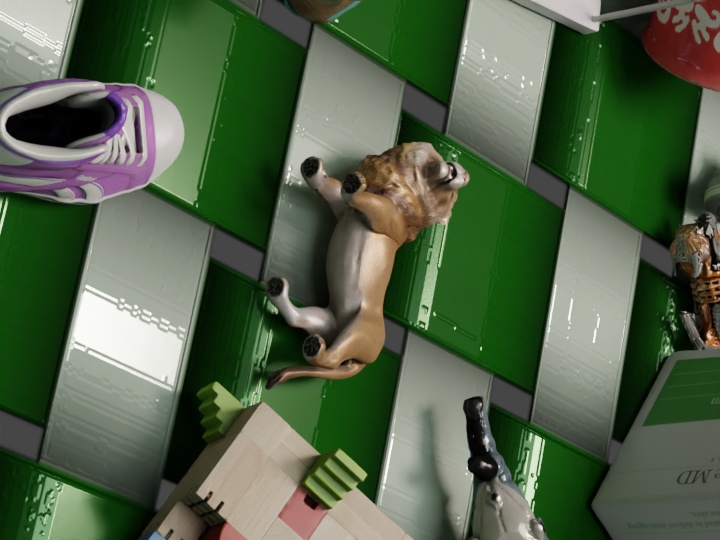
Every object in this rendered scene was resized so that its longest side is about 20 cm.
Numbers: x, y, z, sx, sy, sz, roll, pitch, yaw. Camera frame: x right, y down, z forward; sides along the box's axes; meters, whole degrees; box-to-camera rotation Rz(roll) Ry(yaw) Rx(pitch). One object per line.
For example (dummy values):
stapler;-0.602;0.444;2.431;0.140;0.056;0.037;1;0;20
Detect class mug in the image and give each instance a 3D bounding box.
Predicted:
mug;0.288;-0.261;1.859;0.133;0.177;0.201;-14;130;-35

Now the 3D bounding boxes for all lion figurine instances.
lion figurine;0.000;0.000;1.610;0.122;0.072;0.201;34;75;-55

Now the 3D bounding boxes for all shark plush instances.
shark plush;0.091;0.192;1.687;0.091;0.083;0.201;-26;96;-2

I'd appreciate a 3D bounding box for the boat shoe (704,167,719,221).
boat shoe;0.338;-0.076;1.980;0.202;0.074;0.065;-3;82;-52

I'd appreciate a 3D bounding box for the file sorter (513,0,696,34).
file sorter;0.178;-0.297;1.789;0.138;0.124;0.201;17;73;-45

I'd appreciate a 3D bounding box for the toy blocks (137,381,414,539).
toy blocks;-0.053;0.184;1.487;0.200;0.100;0.137;43;61;-12

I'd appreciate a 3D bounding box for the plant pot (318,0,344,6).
plant pot;-0.008;-0.320;1.484;0.200;0.200;0.177;40;58;-11

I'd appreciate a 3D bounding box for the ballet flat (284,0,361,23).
ballet flat;-0.021;-0.265;1.604;0.068;0.072;0.201;0;85;-52

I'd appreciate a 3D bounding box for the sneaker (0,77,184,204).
sneaker;-0.153;-0.077;1.408;0.200;0.114;0.073;-10;91;-49

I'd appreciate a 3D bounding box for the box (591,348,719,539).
box;0.323;0.178;1.835;0.200;0.198;0.172;53;51;-27

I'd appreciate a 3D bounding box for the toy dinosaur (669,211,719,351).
toy dinosaur;0.313;0.036;1.943;0.136;0.102;0.201;-41;134;-26
